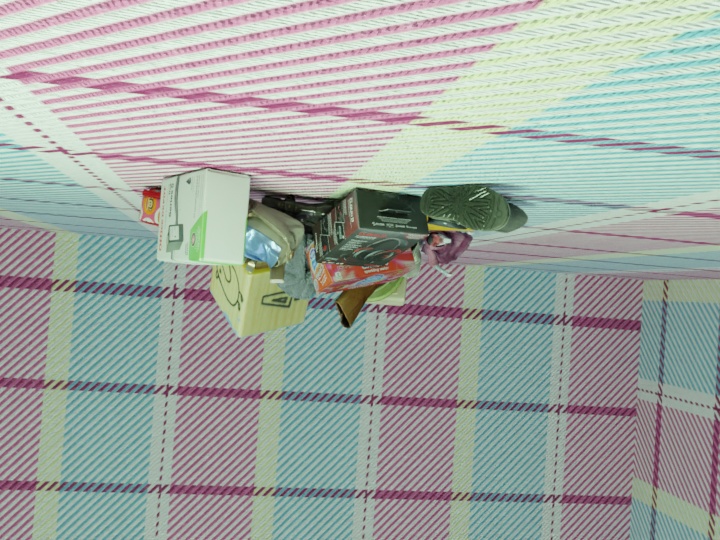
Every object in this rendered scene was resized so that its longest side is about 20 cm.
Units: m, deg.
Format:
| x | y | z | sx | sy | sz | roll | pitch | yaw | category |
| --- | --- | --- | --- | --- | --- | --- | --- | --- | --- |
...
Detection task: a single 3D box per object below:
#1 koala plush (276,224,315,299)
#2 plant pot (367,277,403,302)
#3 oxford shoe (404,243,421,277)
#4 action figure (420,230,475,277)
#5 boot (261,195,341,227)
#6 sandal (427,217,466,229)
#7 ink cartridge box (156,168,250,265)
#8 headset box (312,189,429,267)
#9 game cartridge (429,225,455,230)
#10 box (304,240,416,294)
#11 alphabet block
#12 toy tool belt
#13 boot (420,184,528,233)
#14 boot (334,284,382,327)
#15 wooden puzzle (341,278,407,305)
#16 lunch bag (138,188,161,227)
| x | y | z | sx | sy | sz | roll | pitch | yaw | category |
| --- | --- | --- | --- | --- | --- | --- | --- | --- | --- |
| -0.132 | -0.060 | 1.698 | 0.174 | 0.186 | 0.201 | 8 | -147 | -22 | koala plush |
| 0.009 | -0.037 | 1.995 | 0.196 | 0.204 | 0.190 | 3 | 166 | 14 | plant pot |
| 0.111 | -0.039 | 1.761 | 0.074 | 0.058 | 0.202 | -21 | 144 | -7 | oxford shoe |
| 0.191 | -0.076 | 1.761 | 0.148 | 0.135 | 0.199 | 37 | -172 | 21 | action figure |
| -0.114 | -0.114 | 1.501 | 0.170 | 0.071 | 0.200 | 6 | 170 | 1 | boot |
| 0.184 | -0.107 | 1.423 | 0.075 | 0.044 | 0.199 | 11 | -169 | 27 | sandal |
| -0.270 | -0.085 | 1.273 | 0.083 | 0.149 | 0.198 | 5 | 177 | -35 | ink cartridge box |
| 0.020 | -0.075 | 1.356 | 0.146 | 0.077 | 0.199 | 4 | 160 | -29 | headset box |
| 0.122 | -0.110 | 1.550 | 0.173 | 0.033 | 0.199 | 3 | 175 | 34 | game cartridge |
| 0.000 | -0.025 | 1.506 | 0.197 | 0.102 | 0.095 | -9 | 166 | -31 | box |
| -0.240 | 0.013 | 1.835 | 0.193 | 0.203 | 0.196 | -13 | -135 | -33 | alphabet block |
| -0.210 | -0.063 | 1.396 | 0.197 | 0.124 | 0.125 | 24 | 156 | 4 | toy tool belt |
| 0.215 | -0.090 | 1.231 | 0.198 | 0.074 | 0.180 | 16 | -175 | -45 | boot |
| 0.000 | 0.000 | 1.652 | 0.068 | 0.200 | 0.190 | 28 | 150 | 25 | boot |
| 0.044 | -0.010 | 2.095 | 0.181 | 0.205 | 0.037 | 3 | 170 | 14 | wooden puzzle |
| -0.343 | -0.113 | 1.520 | 0.173 | 0.084 | 0.199 | 10 | -178 | 33 | lunch bag |
